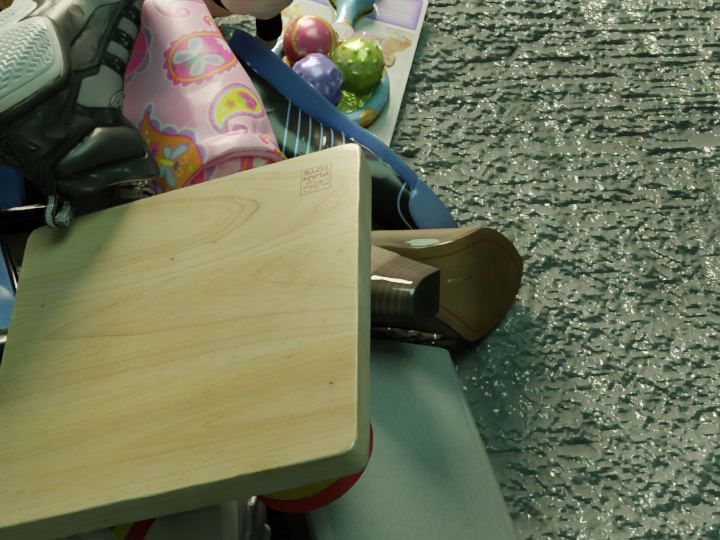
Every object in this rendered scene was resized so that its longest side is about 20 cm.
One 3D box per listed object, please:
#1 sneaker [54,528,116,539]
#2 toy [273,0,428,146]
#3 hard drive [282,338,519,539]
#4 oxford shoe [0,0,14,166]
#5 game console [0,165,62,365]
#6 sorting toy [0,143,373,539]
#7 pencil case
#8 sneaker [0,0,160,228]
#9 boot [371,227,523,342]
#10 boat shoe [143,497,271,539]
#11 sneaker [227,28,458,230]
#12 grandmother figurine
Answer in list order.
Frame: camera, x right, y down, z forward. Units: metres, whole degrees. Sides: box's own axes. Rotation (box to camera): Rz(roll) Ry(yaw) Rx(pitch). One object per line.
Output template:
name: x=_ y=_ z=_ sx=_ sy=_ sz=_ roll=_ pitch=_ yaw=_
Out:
sneaker: x=-0.211 y=0.096 z=0.844 sx=0.199 sy=0.076 sz=0.089 roll=36 pitch=44 yaw=3
toy: x=-0.020 y=-0.156 z=1.118 sx=0.114 sy=0.048 sz=0.201 roll=15 pitch=47 yaw=0
hard drive: x=0.018 y=0.125 z=0.867 sx=0.138 sy=0.033 sz=0.202 roll=9 pitch=45 yaw=-33
oxford shoe: x=-0.227 y=-0.157 z=0.912 sx=0.071 sy=0.071 sz=0.202 roll=-17 pitch=79 yaw=-26
game console: x=-0.263 y=-0.035 z=0.903 sx=0.197 sy=0.120 sz=0.173 roll=-9 pitch=42 yaw=-20
sorting toy: x=-0.082 y=0.050 z=0.806 sx=0.197 sy=0.070 sz=0.200 roll=-14 pitch=46 yaw=15
pencil case: x=-0.113 y=-0.113 z=0.968 sx=0.086 sy=0.088 sz=0.201 roll=-14 pitch=55 yaw=-24
sneaker: x=-0.151 y=-0.110 z=0.896 sx=0.075 sy=0.115 sz=0.201 roll=-9 pitch=33 yaw=33
boot: x=0.000 y=0.000 z=0.969 sx=0.145 sy=0.071 sz=0.199 roll=9 pitch=5 yaw=27
boat shoe: x=-0.080 y=0.127 z=0.850 sx=0.068 sy=0.072 sz=0.201 roll=32 pitch=30 yaw=-36
sneaker: x=-0.030 y=-0.068 z=1.033 sx=0.199 sy=0.070 sz=0.078 roll=40 pitch=87 yaw=6
grandmother figurine: x=-0.089 y=-0.199 z=1.047 sx=0.121 sy=0.200 sz=0.061 roll=38 pitch=86 yaw=-24
